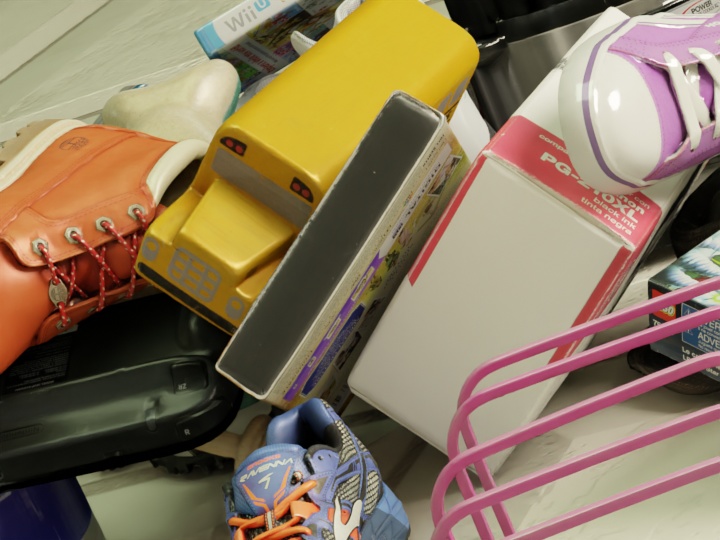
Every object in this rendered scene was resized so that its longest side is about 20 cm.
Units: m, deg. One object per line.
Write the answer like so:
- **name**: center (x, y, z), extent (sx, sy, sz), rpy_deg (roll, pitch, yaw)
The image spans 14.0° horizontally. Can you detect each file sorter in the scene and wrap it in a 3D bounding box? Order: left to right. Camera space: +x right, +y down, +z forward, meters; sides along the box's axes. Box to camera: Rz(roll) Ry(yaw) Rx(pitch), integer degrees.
- **file sorter**: center (0.101, 0.097, 0.987), extent (0.139, 0.126, 0.200), rpy_deg (-21, 15, 11)

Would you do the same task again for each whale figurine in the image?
- **whale figurine**: center (-0.083, -0.012, 1.471), extent (0.159, 0.104, 0.200), rpy_deg (-20, 47, 11)

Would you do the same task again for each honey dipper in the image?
- **honey dipper**: center (-0.102, 0.072, 1.389), extent (0.200, 0.038, 0.038), rpy_deg (14, 28, 18)

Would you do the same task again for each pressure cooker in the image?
- **pressure cooker**: center (0.139, -0.121, 1.566), extent (0.178, 0.200, 0.176), rpy_deg (-18, 11, 20)

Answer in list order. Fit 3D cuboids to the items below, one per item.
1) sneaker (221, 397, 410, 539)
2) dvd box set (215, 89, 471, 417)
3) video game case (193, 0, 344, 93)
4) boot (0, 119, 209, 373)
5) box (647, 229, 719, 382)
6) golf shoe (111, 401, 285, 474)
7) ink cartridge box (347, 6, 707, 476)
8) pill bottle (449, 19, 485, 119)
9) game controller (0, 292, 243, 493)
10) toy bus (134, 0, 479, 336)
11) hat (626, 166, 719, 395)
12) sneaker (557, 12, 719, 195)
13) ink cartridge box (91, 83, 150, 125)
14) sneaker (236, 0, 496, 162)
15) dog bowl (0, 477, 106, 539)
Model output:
- **sneaker**: center (-0.032, 0.116, 1.223), extent (0.075, 0.079, 0.200), rpy_deg (-21, 14, 12)
- **dvd box set**: center (0.000, 0.000, 1.337), extent (0.146, 0.029, 0.200), rpy_deg (-57, -10, -1)
- **video game case**: center (0.006, -0.162, 1.574), extent (0.200, 0.018, 0.143), rpy_deg (-32, -6, 0)
- **boot**: center (-0.140, -0.005, 1.346), extent (0.107, 0.075, 0.200), rpy_deg (5, 39, 26)
- **box**: center (0.235, -0.003, 1.212), extent (0.200, 0.040, 0.137), rpy_deg (-33, 43, -33)
- **golf shoe**: center (-0.104, 0.053, 1.534), extent (0.200, 0.095, 0.078), rpy_deg (-6, 21, 45)
- **ink cartridge box**: center (0.090, -0.017, 1.367), extent (0.145, 0.084, 0.200), rpy_deg (-60, -6, 31)
- **pill bottle**: center (0.059, -0.091, 1.708), extent (0.113, 0.113, 0.200), rpy_deg (-11, 2, 40)
- **game controller**: center (-0.147, 0.059, 1.354), extent (0.200, 0.042, 0.104), rpy_deg (-13, 29, 14)
- **toy bus**: center (-0.022, -0.051, 1.348), extent (0.200, 0.065, 0.078), rpy_deg (-45, -14, -49)
- **hat**: center (0.205, -0.021, 1.343), extent (0.200, 0.081, 0.201), rpy_deg (-21, 13, 5)
- **sneaker**: center (0.175, -0.089, 1.275), extent (0.114, 0.073, 0.200), rpy_deg (-12, 7, 41)
- **ink cartridge box**: center (-0.094, -0.033, 1.644), extent (0.085, 0.144, 0.200), rpy_deg (-54, 8, -3)
- **sneaker**: center (-0.006, -0.101, 1.541), extent (0.075, 0.115, 0.200), rpy_deg (-38, 35, -24)
- **dog bowl**: center (-0.229, 0.143, 1.428), extent (0.200, 0.079, 0.200), rpy_deg (-22, 14, 6)
